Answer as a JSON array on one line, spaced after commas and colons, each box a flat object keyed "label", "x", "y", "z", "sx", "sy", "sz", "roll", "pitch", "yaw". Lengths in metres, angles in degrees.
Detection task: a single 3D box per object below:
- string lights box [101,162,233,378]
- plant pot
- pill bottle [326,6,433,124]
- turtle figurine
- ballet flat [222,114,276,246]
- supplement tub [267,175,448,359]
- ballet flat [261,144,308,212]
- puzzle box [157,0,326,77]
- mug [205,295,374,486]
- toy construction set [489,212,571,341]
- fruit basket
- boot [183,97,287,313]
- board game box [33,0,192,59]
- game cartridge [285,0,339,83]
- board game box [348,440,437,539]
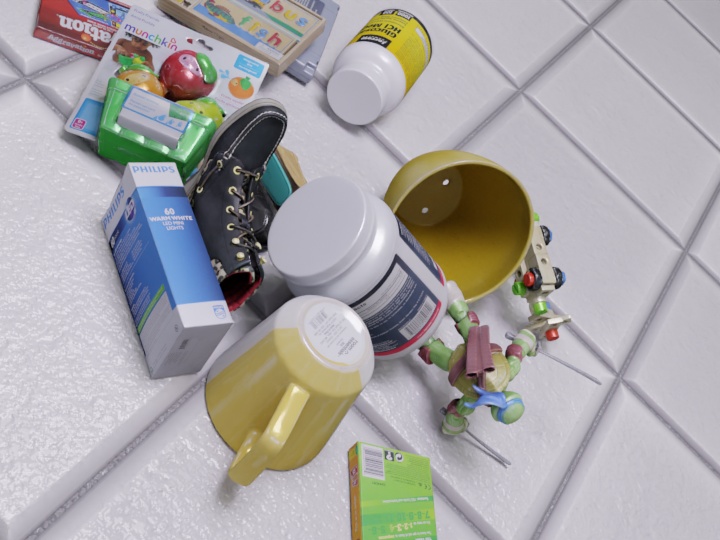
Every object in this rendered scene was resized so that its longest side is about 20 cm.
[{"label": "string lights box", "x": -0.206, "y": -0.002, "z": 1.026, "sx": 0.058, "sy": 0.103, "sz": 0.201, "roll": -4, "pitch": 60, "yaw": -36}, {"label": "plant pot", "x": 0.107, "y": -0.076, "z": 1.279, "sx": 0.198, "sy": 0.201, "sz": 0.142, "roll": 18, "pitch": 23, "yaw": -24}, {"label": "pill bottle", "x": 0.027, "y": -0.296, "z": 1.432, "sx": 0.112, "sy": 0.113, "sz": 0.200, "roll": 37, "pitch": 42, "yaw": -5}, {"label": "turtle figurine", "x": 0.140, "y": 0.122, "z": 1.179, "sx": 0.199, "sy": 0.145, "sz": 0.194, "roll": 4, "pitch": 38, "yaw": -46}, {"label": "ballet flat", "x": -0.156, "y": -0.112, "z": 1.204, "sx": 0.066, "sy": 0.057, "sz": 0.201, "roll": -25, "pitch": 66, "yaw": -1}, {"label": "supplement tub", "x": 0.000, "y": 0.000, "z": 1.099, "sx": 0.200, "sy": 0.139, "sz": 0.141, "roll": 45, "pitch": 30, "yaw": -47}, {"label": "ballet flat", "x": -0.072, "y": -0.076, "z": 1.217, "sx": 0.063, "sy": 0.068, "sz": 0.201, "roll": 8, "pitch": 52, "yaw": -49}, {"label": "puzzle box", "x": -0.161, "y": -0.356, "z": 1.360, "sx": 0.199, "sy": 0.026, "sz": 0.133, "roll": 31, "pitch": 50, "yaw": 7}, {"label": "mug", "x": -0.058, "y": 0.119, "z": 1.001, "sx": 0.148, "sy": 0.153, "sz": 0.188, "roll": 11, "pitch": 51, "yaw": -31}, {"label": "toy construction set", "x": 0.220, "y": 0.000, "z": 1.336, "sx": 0.091, "sy": 0.131, "sz": 0.201, "roll": -17, "pitch": 71, "yaw": -29}, {"label": "fruit basket", "x": -0.222, "y": -0.210, "z": 1.157, "sx": 0.184, "sy": 0.094, "sz": 0.202, "roll": 23, "pitch": 67, "yaw": -6}, {"label": "boot", "x": -0.125, "y": -0.065, "z": 1.050, "sx": 0.073, "sy": 0.204, "sz": 0.154, "roll": 17, "pitch": 35, "yaw": -43}, {"label": "board game box", "x": -0.310, "y": -0.303, "z": 1.257, "sx": 0.198, "sy": 0.019, "sz": 0.104, "roll": 16, "pitch": 50, "yaw": -26}, {"label": "game cartridge", "x": -0.107, "y": -0.370, "z": 1.451, "sx": 0.132, "sy": 0.042, "sz": 0.201, "roll": 26, "pitch": 44, "yaw": -11}, {"label": "board game box", "x": 0.037, "y": 0.282, "z": 1.033, "sx": 0.095, "sy": 0.030, "sz": 0.201, "roll": 18, "pitch": 45, "yaw": -24}]
